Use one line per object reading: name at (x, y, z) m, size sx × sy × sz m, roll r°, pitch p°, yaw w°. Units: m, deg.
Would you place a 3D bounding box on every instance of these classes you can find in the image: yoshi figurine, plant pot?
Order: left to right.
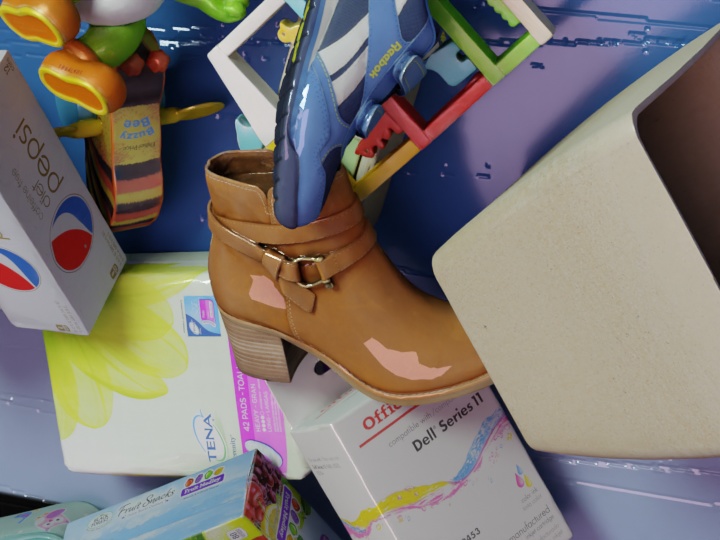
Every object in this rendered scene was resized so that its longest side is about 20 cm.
yoshi figurine at (-0.113, -0.190, 1.007) m, size 0.112 × 0.200 × 0.112 m, roll 38°, pitch 155°, yaw -5°
plant pot at (0.164, -0.002, 0.986) m, size 0.177 × 0.200 × 0.200 m, roll -23°, pitch 100°, yaw 37°

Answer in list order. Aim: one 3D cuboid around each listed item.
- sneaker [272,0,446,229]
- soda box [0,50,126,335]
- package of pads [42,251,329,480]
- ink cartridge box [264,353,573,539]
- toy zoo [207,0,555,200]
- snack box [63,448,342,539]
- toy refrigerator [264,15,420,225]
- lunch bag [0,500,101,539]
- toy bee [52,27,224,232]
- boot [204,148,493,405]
sneaker at (0.002, -0.115, 0.939) m, size 0.082 × 0.074 × 0.201 m, roll 17°, pitch 93°, yaw -10°
soda box at (-0.220, -0.046, 1.055) m, size 0.063 × 0.068 × 0.200 m, roll 5°, pitch 143°, yaw 24°
package of pads at (-0.120, 0.067, 1.166) m, size 0.199 × 0.068 × 0.155 m, roll 0°, pitch 107°, yaw 19°
ink cartridge box at (0.037, 0.121, 1.097) m, size 0.201 × 0.117 × 0.067 m, roll 59°, pitch 154°, yaw -7°
toy zoo at (0.000, -0.127, 1.009) m, size 0.200 × 0.020 × 0.131 m, roll -40°, pitch 99°, yaw 23°
snack box at (-0.087, 0.232, 1.173) m, size 0.168 × 0.068 × 0.200 m, roll -23°, pitch 124°, yaw 24°
toy refrigerator at (-0.005, -0.122, 1.059) m, size 0.076 × 0.070 × 0.201 m, roll 22°, pitch 115°, yaw 10°
lunch bag at (-0.237, 0.284, 1.276) m, size 0.160 × 0.077 × 0.201 m, roll -15°, pitch 103°, yaw 23°
toy bee at (-0.160, -0.114, 1.084) m, size 0.131 × 0.109 × 0.201 m, roll -33°, pitch 116°, yaw -17°
boot at (0.000, 0.000, 1.021) m, size 0.199 × 0.074 × 0.155 m, roll 1°, pitch 125°, yaw 10°
